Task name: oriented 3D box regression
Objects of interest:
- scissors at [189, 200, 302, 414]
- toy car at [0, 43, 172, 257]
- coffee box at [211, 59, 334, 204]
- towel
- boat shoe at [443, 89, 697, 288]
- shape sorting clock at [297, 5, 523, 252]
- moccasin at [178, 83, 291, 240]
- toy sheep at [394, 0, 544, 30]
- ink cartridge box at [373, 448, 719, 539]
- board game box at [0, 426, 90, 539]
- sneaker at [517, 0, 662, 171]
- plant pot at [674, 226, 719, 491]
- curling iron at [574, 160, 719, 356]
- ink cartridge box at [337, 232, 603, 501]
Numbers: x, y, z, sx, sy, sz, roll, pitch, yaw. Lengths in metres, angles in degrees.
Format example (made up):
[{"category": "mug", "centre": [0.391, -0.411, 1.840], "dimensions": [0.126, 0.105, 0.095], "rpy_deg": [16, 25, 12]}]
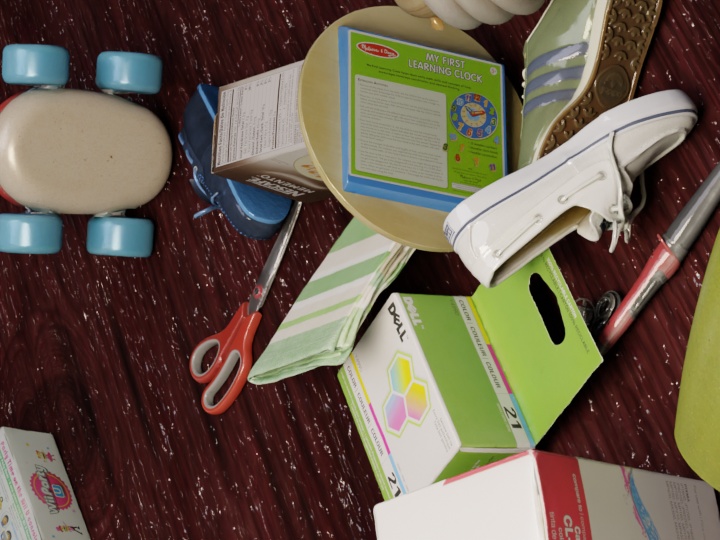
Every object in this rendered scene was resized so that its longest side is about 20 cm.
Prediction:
[{"category": "scissors", "centre": [-0.087, 0.033, 1.872], "dimensions": [0.200, 0.014, 0.073], "rpy_deg": [-55, 43, 18]}, {"category": "toy car", "centre": [-0.288, -0.110, 2.029], "dimensions": [0.200, 0.176, 0.185], "rpy_deg": [5, 93, 60]}, {"category": "coffee box", "centre": [-0.013, -0.120, 1.765], "dimensions": [0.199, 0.114, 0.080], "rpy_deg": [-13, 68, 45]}, {"category": "towel", "centre": [0.000, 0.000, 1.689], "dimensions": [0.200, 0.023, 0.152], "rpy_deg": [-57, 18, -25]}, {"category": "boat shoe", "centre": [0.164, -0.048, 1.546], "dimensions": [0.201, 0.075, 0.086], "rpy_deg": [-29, 66, -5]}, {"category": "shape sorting clock", "centre": [0.042, -0.107, 1.637], "dimensions": [0.039, 0.199, 0.201], "rpy_deg": [-33, 54, 57]}, {"category": "moccasin", "centre": [-0.110, -0.082, 1.897], "dimensions": [0.068, 0.080, 0.200], "rpy_deg": [-56, 30, 25]}, {"category": "toy sheep", "centre": [0.102, -0.250, 1.613], "dimensions": [0.200, 0.138, 0.138], "rpy_deg": [-34, 55, 30]}, {"category": "ink cartridge box", "centre": [0.129, 0.187, 1.451], "dimensions": [0.147, 0.199, 0.086], "rpy_deg": [-26, 60, 39]}, {"category": "board game box", "centre": [-0.343, 0.267, 2.033], "dimensions": [0.200, 0.064, 0.148], "rpy_deg": [-48, 49, 27]}, {"category": "sneaker", "centre": [0.155, -0.138, 1.634], "dimensions": [0.090, 0.067, 0.201], "rpy_deg": [29, 100, 55]}, {"category": "plant pot", "centre": [0.283, 0.047, 1.370], "dimensions": [0.187, 0.186, 0.201], "rpy_deg": [56, 133, 41]}, {"category": "curling iron", "centre": [0.212, -0.017, 1.555], "dimensions": [0.200, 0.025, 0.050], "rpy_deg": [-53, 48, 21]}, {"category": "ink cartridge box", "centre": [0.076, 0.071, 1.604], "dimensions": [0.200, 0.075, 0.148], "rpy_deg": [-57, 43, 39]}]
